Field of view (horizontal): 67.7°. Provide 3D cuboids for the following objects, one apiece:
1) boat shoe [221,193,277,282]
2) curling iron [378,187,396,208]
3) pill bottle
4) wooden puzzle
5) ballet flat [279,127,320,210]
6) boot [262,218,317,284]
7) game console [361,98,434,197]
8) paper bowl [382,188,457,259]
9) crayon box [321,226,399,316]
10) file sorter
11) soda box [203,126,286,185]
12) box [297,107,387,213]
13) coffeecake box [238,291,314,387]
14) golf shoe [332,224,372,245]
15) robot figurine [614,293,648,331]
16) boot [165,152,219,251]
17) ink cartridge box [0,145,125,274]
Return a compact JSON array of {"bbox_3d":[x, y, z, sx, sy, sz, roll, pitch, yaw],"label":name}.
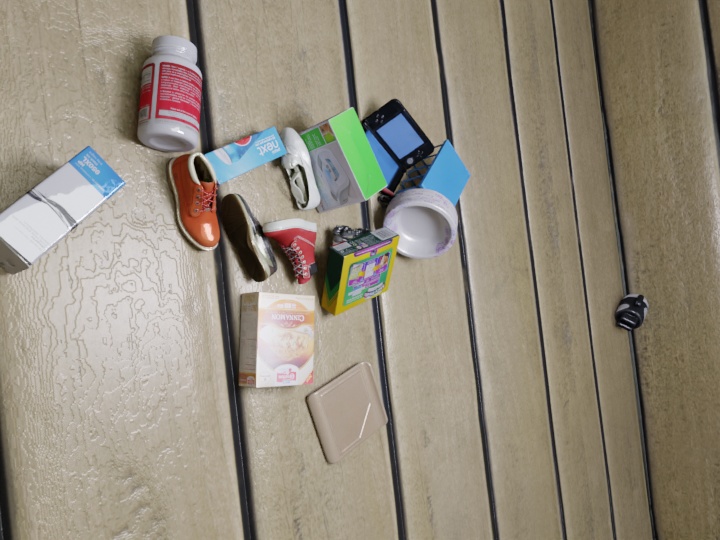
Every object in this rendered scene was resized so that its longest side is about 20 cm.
[{"bbox_3d":[-0.241,-0.075,1.172,0.065,0.073,0.201,-35,110,-56],"label":"boat shoe"},{"bbox_3d":[0.026,-0.232,1.463,0.200,0.026,0.050,34,78,-34],"label":"curling iron"},{"bbox_3d":[-0.369,-0.343,1.047,0.112,0.112,0.201,9,79,-42],"label":"pill bottle"},{"bbox_3d":[-0.032,0.349,1.339,0.200,0.037,0.186,-24,102,-38],"label":"wooden puzzle"},{"bbox_3d":[-0.149,-0.233,1.260,0.069,0.069,0.201,-37,119,-40],"label":"ballet flat"},{"bbox_3d":[-0.151,-0.041,1.212,0.200,0.072,0.145,2,85,-69],"label":"boot"},{"bbox_3d":[0.088,-0.334,1.482,0.200,0.176,0.117,44,29,-31],"label":"game console"},{"bbox_3d":[0.166,-0.136,1.470,0.201,0.200,0.105,49,37,-27],"label":"paper bowl"},{"bbox_3d":[0.000,0.000,1.336,0.200,0.058,0.173,-22,135,-42],"label":"crayon box"},{"bbox_3d":[0.210,-0.255,1.578,0.139,0.122,0.200,49,55,-28],"label":"file sorter"},{"bbox_3d":[-0.261,-0.247,1.172,0.200,0.064,0.068,-37,110,-40],"label":"soda box"},{"bbox_3d":[-0.059,-0.259,1.286,0.097,0.176,0.200,-40,112,-39],"label":"box"},{"bbox_3d":[-0.183,0.153,1.189,0.153,0.073,0.201,7,81,-44],"label":"coffeecake box"},{"bbox_3d":[-0.002,-0.063,1.401,0.200,0.078,0.095,3,105,-44],"label":"golf shoe"},{"bbox_3d":[1.284,0.198,2.536,0.125,0.150,0.200,53,52,-9],"label":"robot figurine"},{"bbox_3d":[-0.320,-0.137,1.074,0.075,0.107,0.201,-27,105,-43],"label":"boot"},{"bbox_3d":[-0.502,-0.096,0.868,0.084,0.144,0.200,51,53,-25],"label":"ink cartridge box"}]
